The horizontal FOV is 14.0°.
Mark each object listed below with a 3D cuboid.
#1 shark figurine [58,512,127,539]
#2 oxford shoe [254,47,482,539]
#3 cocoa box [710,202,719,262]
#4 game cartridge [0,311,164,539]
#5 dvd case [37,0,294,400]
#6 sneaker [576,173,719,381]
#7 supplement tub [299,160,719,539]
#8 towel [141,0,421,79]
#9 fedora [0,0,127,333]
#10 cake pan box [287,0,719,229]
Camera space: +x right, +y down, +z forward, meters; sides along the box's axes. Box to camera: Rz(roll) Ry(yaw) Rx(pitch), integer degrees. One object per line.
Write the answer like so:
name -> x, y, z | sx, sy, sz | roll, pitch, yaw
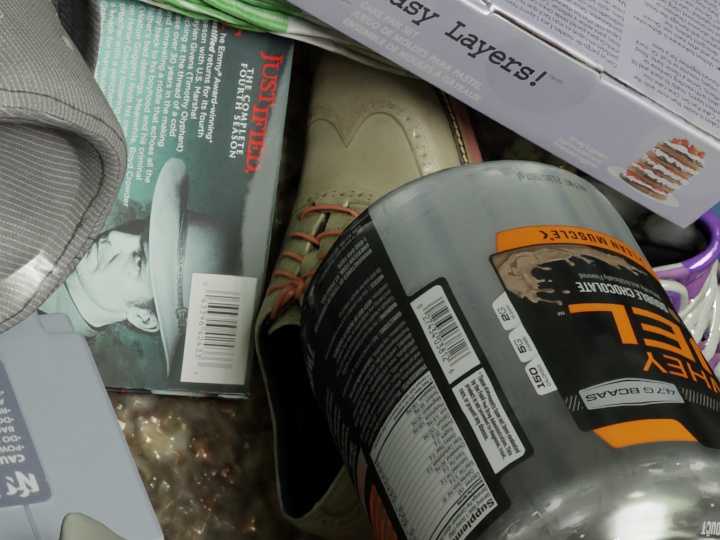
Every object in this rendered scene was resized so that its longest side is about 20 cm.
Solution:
shark figurine -> -0.007, 0.147, 0.933 | 0.214, 0.089, 0.128 | 17, 64, -54
oxford shoe -> 0.000, 0.000, 1.062 | 0.075, 0.070, 0.201 | 8, 74, -51
cocoa box -> 0.216, -0.058, 1.182 | 0.200, 0.131, 0.134 | 29, 63, -20
game cartridge -> -0.170, 0.074, 0.931 | 0.200, 0.041, 0.133 | -6, 42, -22
dvd case -> -0.121, -0.032, 1.019 | 0.200, 0.022, 0.146 | 4, 96, -27
sneaker -> 0.125, 0.019, 1.121 | 0.200, 0.114, 0.073 | 18, 66, -26
supplement tub -> 0.063, 0.067, 0.938 | 0.122, 0.123, 0.200 | 7, 37, -28
towel -> -0.006, -0.141, 1.075 | 0.200, 0.023, 0.153 | 14, 56, -29
fedora -> -0.146, -0.039, 0.898 | 0.177, 0.090, 0.200 | -50, 145, 6
cake pan box -> 0.062, -0.135, 1.069 | 0.200, 0.052, 0.184 | 28, 44, -20
